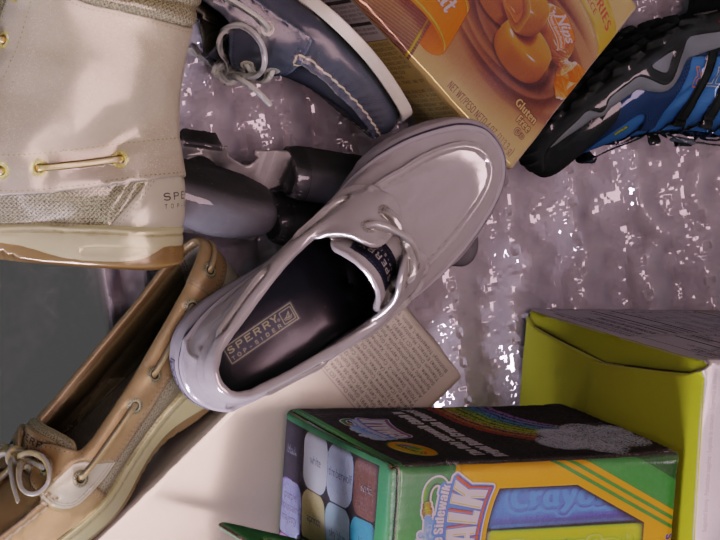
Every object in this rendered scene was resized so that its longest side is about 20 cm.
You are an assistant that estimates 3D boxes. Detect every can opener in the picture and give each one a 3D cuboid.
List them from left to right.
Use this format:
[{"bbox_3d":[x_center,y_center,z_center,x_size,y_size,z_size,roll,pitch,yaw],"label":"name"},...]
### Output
[{"bbox_3d":[-0.025,-0.029,1.377,0.199,0.067,0.053,5,125,-27],"label":"can opener"}]

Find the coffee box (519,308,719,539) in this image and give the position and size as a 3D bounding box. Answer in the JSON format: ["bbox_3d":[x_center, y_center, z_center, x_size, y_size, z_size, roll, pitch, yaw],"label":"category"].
[{"bbox_3d":[0.205,0.130,1.420,0.197,0.200,0.201,1,96,-23],"label":"coffee box"}]

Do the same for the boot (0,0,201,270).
[{"bbox_3d":[-0.173,-0.085,1.281,0.199,0.072,0.156,6,94,1],"label":"boot"}]

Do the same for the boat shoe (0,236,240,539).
[{"bbox_3d":[-0.129,0.070,1.332,0.201,0.073,0.063,-43,122,-12],"label":"boat shoe"}]

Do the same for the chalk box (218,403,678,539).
[{"bbox_3d":[0.033,0.136,1.318,0.199,0.125,0.125,-1,99,-24],"label":"chalk box"}]

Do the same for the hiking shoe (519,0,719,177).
[{"bbox_3d":[0.171,-0.093,1.446,0.199,0.074,0.087,-32,107,-16],"label":"hiking shoe"}]

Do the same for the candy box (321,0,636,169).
[{"bbox_3d":[0.033,-0.159,1.384,0.200,0.055,0.116,46,71,-21],"label":"candy box"}]

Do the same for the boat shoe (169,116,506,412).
[{"bbox_3d":[0.000,0.000,1.317,0.200,0.065,0.074,-43,106,-14],"label":"boat shoe"}]

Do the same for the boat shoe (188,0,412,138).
[{"bbox_3d":[-0.060,-0.125,1.343,0.200,0.075,0.062,42,78,-21],"label":"boat shoe"}]

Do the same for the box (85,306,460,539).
[{"bbox_3d":[-0.051,0.089,1.377,0.200,0.068,0.082,-43,110,-12],"label":"box"}]
